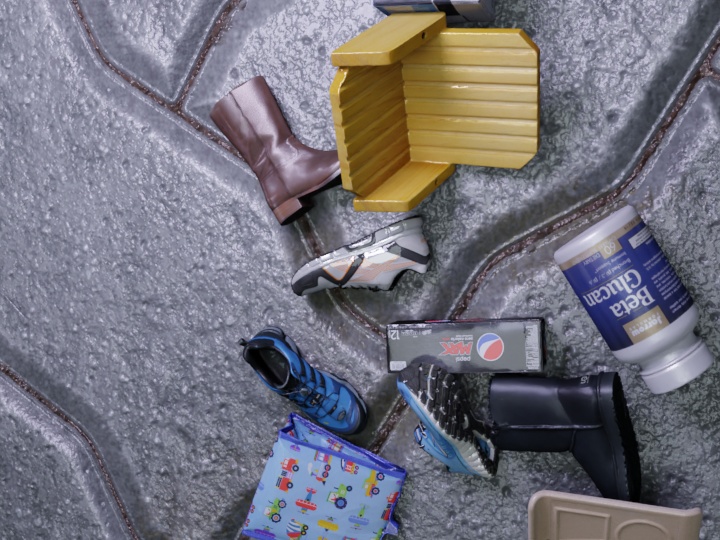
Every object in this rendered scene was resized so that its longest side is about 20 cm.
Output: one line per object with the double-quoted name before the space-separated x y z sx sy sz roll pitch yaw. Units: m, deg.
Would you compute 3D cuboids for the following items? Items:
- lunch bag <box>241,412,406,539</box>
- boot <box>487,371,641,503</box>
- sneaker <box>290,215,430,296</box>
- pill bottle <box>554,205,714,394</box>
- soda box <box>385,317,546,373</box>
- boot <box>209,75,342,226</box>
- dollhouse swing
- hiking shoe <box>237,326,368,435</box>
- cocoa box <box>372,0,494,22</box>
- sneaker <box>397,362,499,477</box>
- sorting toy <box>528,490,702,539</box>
"lunch bag" -0.038 0.310 1.146 0.197 0.094 0.153 22 99 4
"boot" 0.252 0.213 1.052 0.166 0.076 0.203 -6 114 32
"sneaker" 0.000 0.000 1.103 0.197 0.074 0.081 -22 91 18
"pill bottle" 0.324 0.037 0.990 0.110 0.111 0.202 -33 86 17
"soda box" 0.134 0.095 1.072 0.196 0.071 0.065 -2 90 16
"boot" -0.091 -0.191 1.120 0.185 0.064 0.202 -34 81 15
"dollhouse swing" 0.092 -0.172 0.975 0.174 0.182 0.203 19 133 32
"hiking shoe" -0.080 0.159 1.135 0.199 0.087 0.075 36 104 10
"cocoa box" 0.090 -0.405 1.001 0.129 0.133 0.204 2 96 16
"sneaker" 0.096 0.199 1.062 0.089 0.079 0.201 -17 124 32
"sorting toy" 0.306 0.339 1.036 0.196 0.037 0.188 1 126 14
